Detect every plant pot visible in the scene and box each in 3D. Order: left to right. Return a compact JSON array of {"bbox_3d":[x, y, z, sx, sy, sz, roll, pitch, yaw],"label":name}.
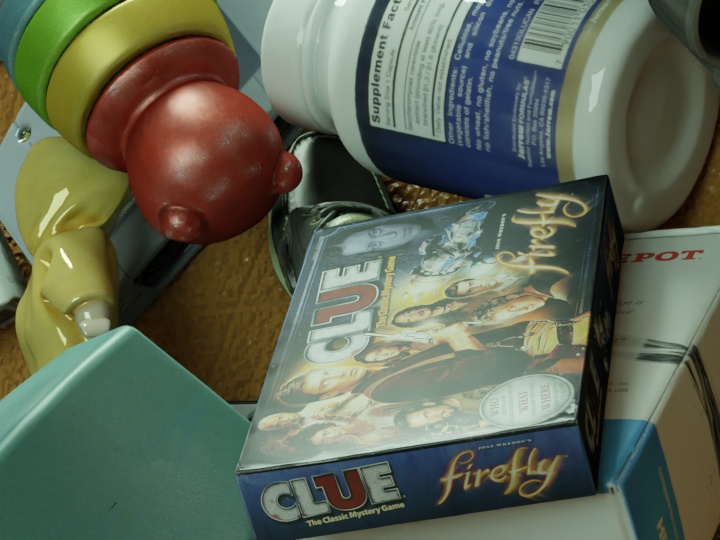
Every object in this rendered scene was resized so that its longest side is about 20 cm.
[{"bbox_3d":[-0.134,0.133,1.152,0.201,0.141,0.141,-56,14,-22],"label":"plant pot"}]

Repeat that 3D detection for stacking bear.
[{"bbox_3d":[-0.106,-0.093,1.282,0.121,0.114,0.200,-24,59,-24],"label":"stacking bear"}]

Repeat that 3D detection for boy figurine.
[{"bbox_3d":[-0.134,0.031,1.302,0.064,0.125,0.201,0,62,-11],"label":"boy figurine"}]

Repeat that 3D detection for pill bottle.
[{"bbox_3d":[0.055,-0.089,1.234,0.199,0.111,0.112,15,86,35],"label":"pill bottle"}]

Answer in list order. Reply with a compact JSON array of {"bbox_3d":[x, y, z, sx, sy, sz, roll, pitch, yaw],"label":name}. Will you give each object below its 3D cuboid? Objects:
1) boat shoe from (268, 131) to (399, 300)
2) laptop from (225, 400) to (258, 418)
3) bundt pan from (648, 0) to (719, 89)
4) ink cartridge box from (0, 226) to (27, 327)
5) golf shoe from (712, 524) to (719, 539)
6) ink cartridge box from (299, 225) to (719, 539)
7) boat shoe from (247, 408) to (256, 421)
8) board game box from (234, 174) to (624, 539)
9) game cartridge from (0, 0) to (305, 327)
[{"bbox_3d":[-0.001,0.000,1.239,0.071,0.066,0.202,-1,46,-9],"label":"boat shoe"},{"bbox_3d":[-0.037,0.149,1.229,0.186,0.116,0.202,-2,76,31],"label":"laptop"},{"bbox_3d":[0.183,-0.177,1.121,0.076,0.201,0.203,40,100,35],"label":"bundt pan"},{"bbox_3d":[-0.296,-0.011,1.433,0.199,0.044,0.174,-29,78,9],"label":"ink cartridge box"},{"bbox_3d":[0.108,0.170,1.123,0.199,0.078,0.095,-19,86,0],"label":"golf shoe"},{"bbox_3d":[0.078,0.069,1.119,0.145,0.200,0.086,-4,116,27],"label":"ink cartridge box"},{"bbox_3d":[-0.021,0.084,1.227,0.072,0.063,0.201,-15,42,21],"label":"boat shoe"},{"bbox_3d":[0.033,0.032,1.081,0.134,0.035,0.200,-11,26,14],"label":"board game box"},{"bbox_3d":[-0.104,-0.079,1.380,0.200,0.041,0.133,-47,54,14],"label":"game cartridge"}]
